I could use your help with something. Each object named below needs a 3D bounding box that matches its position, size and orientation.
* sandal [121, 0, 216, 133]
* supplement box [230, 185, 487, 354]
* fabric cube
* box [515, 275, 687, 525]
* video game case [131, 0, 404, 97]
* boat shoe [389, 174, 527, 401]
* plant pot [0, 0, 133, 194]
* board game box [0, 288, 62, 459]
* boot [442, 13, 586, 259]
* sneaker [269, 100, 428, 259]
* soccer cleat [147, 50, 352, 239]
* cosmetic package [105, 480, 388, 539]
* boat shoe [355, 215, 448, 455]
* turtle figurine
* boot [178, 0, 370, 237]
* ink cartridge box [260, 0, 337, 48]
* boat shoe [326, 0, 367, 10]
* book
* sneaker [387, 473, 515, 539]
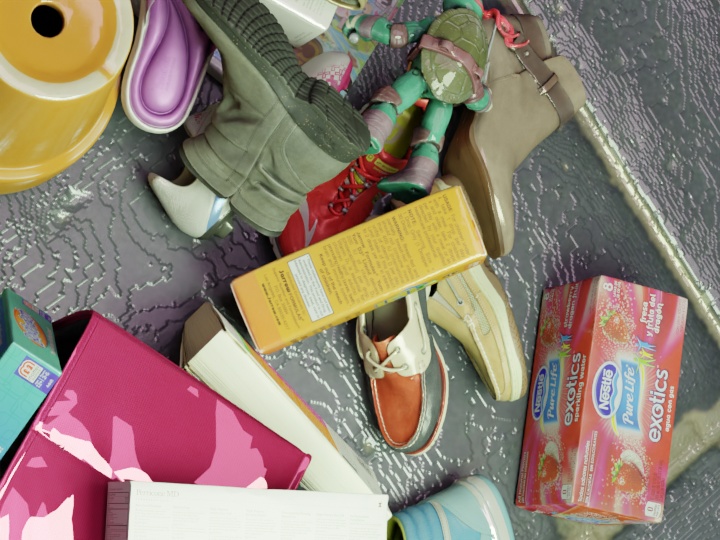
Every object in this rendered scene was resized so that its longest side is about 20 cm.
[{"bbox_3d":[-0.134,-0.206,1.628,0.082,0.050,0.204,7,96,-21],"label":"sandal"},{"bbox_3d":[0.000,0.000,1.666,0.199,0.067,0.069,-25,86,1],"label":"supplement box"},{"bbox_3d":[-0.191,0.172,1.544,0.199,0.196,0.201,34,69,-17],"label":"fabric cube"},{"bbox_3d":[0.207,0.114,1.801,0.095,0.100,0.201,14,77,-23],"label":"box"},{"bbox_3d":[-0.074,-0.233,1.758,0.200,0.022,0.183,38,68,-17],"label":"video game case"},{"bbox_3d":[0.078,0.023,1.777,0.076,0.072,0.201,-19,81,-15],"label":"boat shoe"},{"bbox_3d":[-0.259,-0.171,1.568,0.199,0.183,0.202,4,80,-25],"label":"plant pot"},{"bbox_3d":[-0.290,0.121,1.489,0.045,0.152,0.200,35,94,-17],"label":"board game box"},{"bbox_3d":[0.136,-0.127,1.820,0.146,0.070,0.201,-23,93,-29],"label":"boot"},{"bbox_3d":[-0.004,-0.081,1.735,0.077,0.085,0.200,41,67,-14],"label":"sneaker"},{"bbox_3d":[-0.089,-0.117,1.691,0.086,0.070,0.200,43,79,-16],"label":"soccer cleat"},{"bbox_3d":[-0.079,0.192,1.461,0.199,0.051,0.083,7,83,-27],"label":"cosmetic package"},{"bbox_3d":[0.028,0.053,1.726,0.062,0.071,0.202,5,82,-63],"label":"boat shoe"},{"bbox_3d":[0.054,-0.163,1.693,0.149,0.101,0.201,34,63,-16],"label":"turtle figurine"},{"bbox_3d":[-0.099,-0.125,1.608,0.200,0.130,0.068,48,27,-8],"label":"boot"},{"bbox_3d":[-0.103,-0.283,1.702,0.199,0.067,0.118,28,72,-20],"label":"ink cartridge box"},{"bbox_3d":[-0.067,-0.249,1.615,0.200,0.073,0.064,8,74,-49],"label":"boat shoe"},{"bbox_3d":[-0.059,0.115,1.655,0.048,0.134,0.200,-43,102,4],"label":"book"},{"bbox_3d":[0.076,0.280,1.727,0.130,0.079,0.201,-14,79,-29],"label":"sneaker"}]
